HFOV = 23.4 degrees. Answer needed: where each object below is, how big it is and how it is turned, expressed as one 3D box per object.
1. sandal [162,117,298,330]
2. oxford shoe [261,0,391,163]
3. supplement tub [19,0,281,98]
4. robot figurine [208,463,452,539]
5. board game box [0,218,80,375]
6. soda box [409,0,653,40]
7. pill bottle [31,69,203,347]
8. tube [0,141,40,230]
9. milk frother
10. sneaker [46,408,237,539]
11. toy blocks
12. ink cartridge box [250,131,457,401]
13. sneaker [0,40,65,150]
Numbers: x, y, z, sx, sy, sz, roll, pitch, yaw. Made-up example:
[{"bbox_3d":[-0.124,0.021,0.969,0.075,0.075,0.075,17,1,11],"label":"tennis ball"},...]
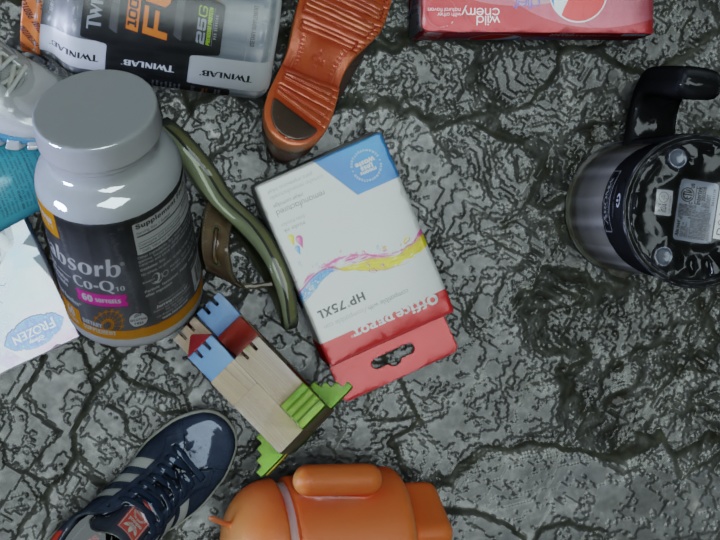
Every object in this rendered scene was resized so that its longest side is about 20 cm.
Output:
[{"bbox_3d":[-0.115,-0.032,1.415,0.057,0.080,0.202,-37,87,-9],"label":"sandal"},{"bbox_3d":[-0.032,-0.179,1.427,0.071,0.073,0.201,28,70,-3],"label":"oxford shoe"},{"bbox_3d":[-0.165,-0.208,1.376,0.198,0.123,0.124,6,92,-7],"label":"supplement tub"},{"bbox_3d":[-0.028,0.223,1.410,0.198,0.144,0.118,-3,76,-16],"label":"robot figurine"},{"bbox_3d":[-0.357,0.005,1.401,0.199,0.043,0.200,-25,95,-6],"label":"board game box"},{"bbox_3d":[0.141,-0.228,1.444,0.198,0.063,0.071,-1,93,-8],"label":"soda box"},{"bbox_3d":[-0.188,-0.047,1.337,0.115,0.117,0.201,-12,134,-7],"label":"pill bottle"},{"bbox_3d":[-0.269,-0.074,1.372,0.199,0.050,0.078,-26,91,-26],"label":"tube"},{"bbox_3d":[0.293,-0.059,1.408,0.199,0.188,0.182,25,90,-8],"label":"milk frother"},{"bbox_3d":[-0.177,0.194,1.411,0.200,0.085,0.075,-45,97,-4],"label":"sneaker"},{"bbox_3d":[-0.088,0.079,1.374,0.100,0.200,0.137,-45,85,-3],"label":"toy blocks"},{"bbox_3d":[0.000,0.000,1.434,0.115,0.067,0.201,-24,96,-6],"label":"ink cartridge box"},{"bbox_3d":[-0.304,-0.160,1.350,0.198,0.087,0.075,19,52,6],"label":"sneaker"}]
